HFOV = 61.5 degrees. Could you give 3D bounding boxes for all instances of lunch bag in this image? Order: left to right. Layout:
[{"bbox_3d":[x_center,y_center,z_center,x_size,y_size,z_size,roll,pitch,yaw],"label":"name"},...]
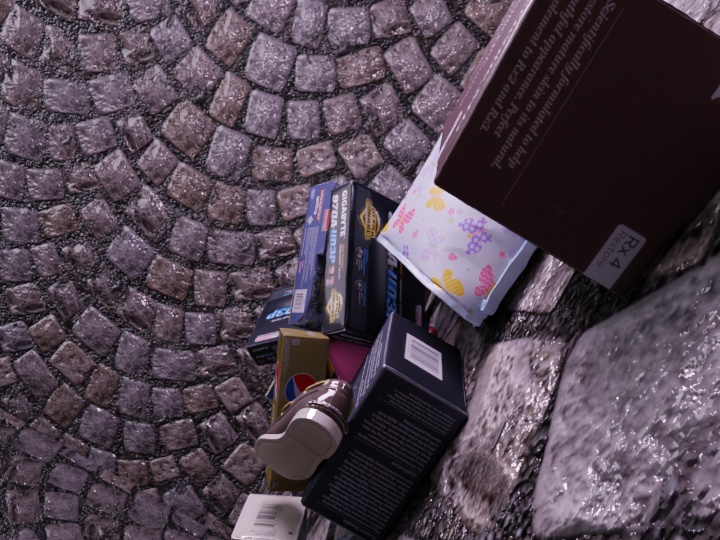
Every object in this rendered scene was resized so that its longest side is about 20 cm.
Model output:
[{"bbox_3d":[0.136,-0.045,0.729,0.172,0.125,0.200,-58,33,9],"label":"lunch bag"}]

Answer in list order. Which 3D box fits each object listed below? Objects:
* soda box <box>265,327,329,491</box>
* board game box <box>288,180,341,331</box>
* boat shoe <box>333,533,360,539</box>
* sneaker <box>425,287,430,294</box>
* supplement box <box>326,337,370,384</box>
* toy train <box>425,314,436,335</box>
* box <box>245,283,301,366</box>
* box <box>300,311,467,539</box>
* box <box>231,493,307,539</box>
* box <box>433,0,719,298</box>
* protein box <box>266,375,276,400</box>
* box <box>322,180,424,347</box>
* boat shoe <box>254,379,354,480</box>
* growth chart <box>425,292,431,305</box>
[{"bbox_3d":[-0.086,0.185,0.811,0.068,0.062,0.206,-168,83,-77],"label":"soda box"},{"bbox_3d":[0.000,0.000,0.907,0.061,0.197,0.206,-4,73,47],"label":"board game box"},{"bbox_3d":[-0.028,0.338,0.669,0.201,0.070,0.064,83,170,-73],"label":"boat shoe"},{"bbox_3d":[0.130,-0.002,1.023,0.200,0.072,0.089,-48,-42,-40],"label":"sneaker"},{"bbox_3d":[-0.032,0.209,0.879,0.111,0.083,0.204,-125,45,-54],"label":"supplement box"},{"bbox_3d":[0.037,0.145,0.922,0.115,0.084,0.202,-38,17,39],"label":"toy train"},{"bbox_3d":[-0.083,0.075,1.034,0.195,0.047,0.161,-15,32,22],"label":"box"},{"bbox_3d":[0.029,0.181,0.711,0.203,0.105,0.149,-60,3,19],"label":"box"},{"bbox_3d":[-0.107,0.387,0.725,0.095,0.075,0.206,-71,-17,-80],"label":"box"},{"bbox_3d":[0.167,-0.122,0.471,0.168,0.162,0.201,-60,3,24],"label":"box"},{"bbox_3d":[-0.045,0.191,1.155,0.201,0.196,0.136,-58,3,44],"label":"protein box"},{"bbox_3d":[0.024,0.002,0.828,0.045,0.157,0.206,-15,64,42],"label":"box"},{"bbox_3d":[-0.062,0.176,0.666,0.060,0.071,0.200,-56,3,-38],"label":"boat shoe"},{"bbox_3d":[0.075,0.066,1.080,0.198,0.018,0.147,-30,-33,-42],"label":"growth chart"}]
